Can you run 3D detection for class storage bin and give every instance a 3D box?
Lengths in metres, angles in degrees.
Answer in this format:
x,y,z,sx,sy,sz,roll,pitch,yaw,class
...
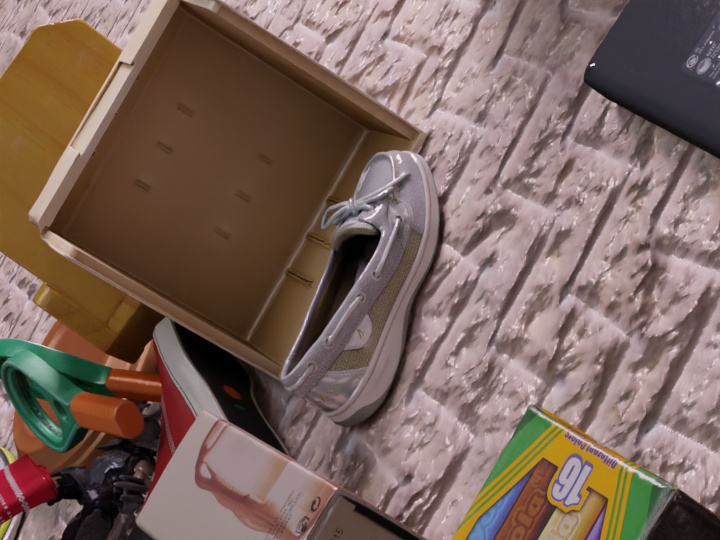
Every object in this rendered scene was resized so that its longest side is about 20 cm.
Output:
x,y,z,sx,sy,sz,roll,pitch,yaw,class
-0.096,-0.063,1.325,0.201,0.198,0.094,-60,23,-2,storage bin

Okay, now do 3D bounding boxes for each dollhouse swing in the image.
x,y,z,sx,sy,sz,roll,pitch,yaw,class
-0.194,-0.065,1.429,0.201,0.175,0.182,-56,-6,-4,dollhouse swing

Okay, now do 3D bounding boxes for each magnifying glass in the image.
x,y,z,sx,sy,sz,roll,pitch,yaw,class
-0.208,0.099,1.366,0.022,0.080,0.199,-35,18,-28,magnifying glass
-0.204,0.083,1.453,0.199,0.080,0.023,6,62,33,magnifying glass

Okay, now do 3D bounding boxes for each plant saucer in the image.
x,y,z,sx,sy,sz,roll,pitch,yaw,class
-0.230,0.087,1.575,0.200,0.037,0.201,-41,32,32,plant saucer

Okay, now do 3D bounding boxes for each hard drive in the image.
x,y,z,sx,sy,sz,roll,pitch,yaw,class
0.212,-0.136,1.058,0.140,0.033,0.200,-56,27,5,hard drive

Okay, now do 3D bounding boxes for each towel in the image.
x,y,z,sx,sy,sz,roll,pitch,yaw,class
-0.309,0.196,1.365,0.199,0.023,0.145,-31,8,-12,towel

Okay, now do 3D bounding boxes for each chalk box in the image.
x,y,z,sx,sy,sz,roll,pitch,yaw,class
0.094,0.186,0.831,0.201,0.124,0.124,-58,27,-1,chalk box

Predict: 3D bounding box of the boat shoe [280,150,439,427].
x,y,z,sx,sy,sz,roll,pitch,yaw,class
-0.001,0.001,1.243,0.074,0.065,0.203,-21,45,50,boat shoe

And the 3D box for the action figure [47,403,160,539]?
x,y,z,sx,sy,sz,roll,pitch,yaw,class
-0.198,0.185,1.389,0.201,0.069,0.130,-63,16,-18,action figure

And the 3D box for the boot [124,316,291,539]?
x,y,z,sx,sy,sz,roll,pitch,yaw,class
-0.132,0.130,1.325,0.145,0.072,0.200,-53,34,15,boot

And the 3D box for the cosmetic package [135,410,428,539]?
x,y,z,sx,sy,sz,roll,pitch,yaw,class
-0.040,0.160,1.110,0.088,0.103,0.200,-60,29,-7,cosmetic package

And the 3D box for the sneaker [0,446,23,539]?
x,y,z,sx,sy,sz,roll,pitch,yaw,class
-0.330,0.217,1.564,0.074,0.081,0.201,-40,33,32,sneaker
